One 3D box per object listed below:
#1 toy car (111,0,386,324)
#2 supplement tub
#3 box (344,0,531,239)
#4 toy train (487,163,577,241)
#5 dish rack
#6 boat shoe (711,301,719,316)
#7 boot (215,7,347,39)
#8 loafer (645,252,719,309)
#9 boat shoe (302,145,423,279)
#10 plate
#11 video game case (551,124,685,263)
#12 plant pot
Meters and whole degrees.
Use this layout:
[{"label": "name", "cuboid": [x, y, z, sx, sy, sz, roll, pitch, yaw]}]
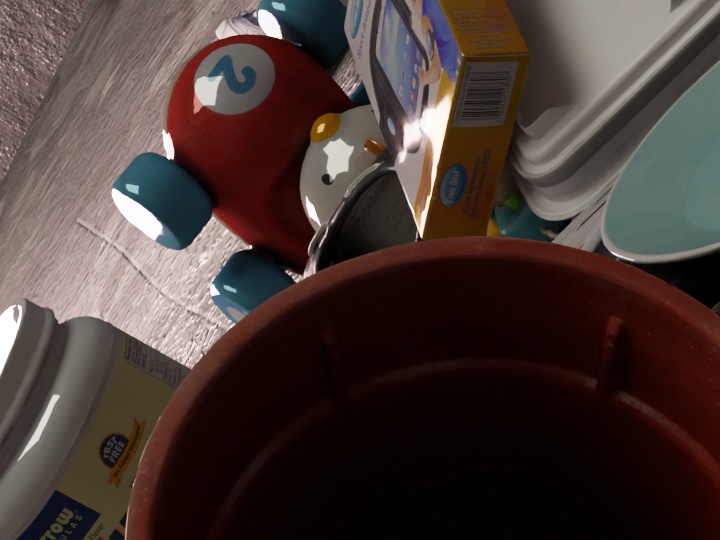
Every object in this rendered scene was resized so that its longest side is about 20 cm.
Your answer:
[{"label": "toy car", "cuboid": [-0.014, -0.066, 1.279, 0.185, 0.177, 0.199, -53, 27, -17]}, {"label": "supplement tub", "cuboid": [-0.143, 0.117, 1.261, 0.145, 0.199, 0.145, -52, 18, 25]}, {"label": "box", "cuboid": [0.033, -0.127, 1.107, 0.201, 0.041, 0.120, -111, 24, -43]}, {"label": "toy train", "cuboid": [0.110, -0.097, 1.127, 0.150, 0.055, 0.201, -35, 30, 56]}, {"label": "dish rack", "cuboid": [0.114, -0.137, 1.079, 0.172, 0.043, 0.201, -45, 36, 16]}, {"label": "boat shoe", "cuboid": [0.137, 0.058, 0.781, 0.200, 0.072, 0.068, -45, 16, 15]}, {"label": "boot", "cuboid": [-0.059, -0.202, 1.797, 0.091, 0.073, 0.200, -51, 25, 4]}, {"label": "loafer", "cuboid": [0.090, 0.068, 0.885, 0.201, 0.068, 0.071, -57, 25, 22]}, {"label": "boat shoe", "cuboid": [0.000, 0.000, 1.198, 0.060, 0.075, 0.201, -45, -18, -50]}, {"label": "plate", "cuboid": [0.182, -0.063, 0.843, 0.200, 0.026, 0.200, -37, 17, 13]}, {"label": "video game case", "cuboid": [0.063, 0.040, 0.965, 0.183, 0.023, 0.200, -51, 1, -33]}, {"label": "plant pot", "cuboid": [0.037, 0.129, 0.663, 0.196, 0.199, 0.202, 86, -162, -53]}]
